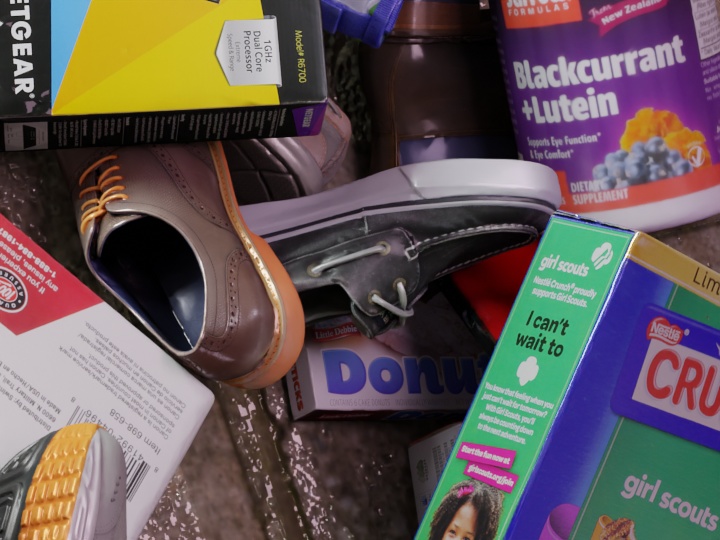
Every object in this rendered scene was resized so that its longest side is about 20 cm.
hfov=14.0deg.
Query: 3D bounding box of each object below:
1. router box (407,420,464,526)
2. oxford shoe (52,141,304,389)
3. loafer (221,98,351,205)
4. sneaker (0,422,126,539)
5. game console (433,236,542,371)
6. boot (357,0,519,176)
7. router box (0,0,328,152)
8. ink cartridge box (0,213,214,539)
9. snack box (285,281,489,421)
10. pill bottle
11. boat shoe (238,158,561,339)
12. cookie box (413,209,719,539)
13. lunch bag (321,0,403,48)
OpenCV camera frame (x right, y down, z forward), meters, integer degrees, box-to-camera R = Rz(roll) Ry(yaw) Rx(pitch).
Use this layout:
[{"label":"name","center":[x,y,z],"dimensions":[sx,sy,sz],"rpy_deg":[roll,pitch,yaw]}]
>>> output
[{"label":"router box","center":[0.121,0.178,1.457],"dimensions":[0.179,0.049,0.200],"rpy_deg":[5,68,-36]},{"label":"oxford shoe","center":[-0.099,-0.034,1.329],"dimensions":[0.200,0.071,0.073],"rpy_deg":[52,21,26]},{"label":"loafer","center":[-0.084,-0.112,1.409],"dimensions":[0.200,0.072,0.063],"rpy_deg":[47,51,-14]},{"label":"sneaker","center":[-0.115,0.163,1.172],"dimensions":[0.092,0.076,0.200],"rpy_deg":[23,68,-38]},{"label":"game console","center":[0.116,0.077,1.453],"dimensions":[0.200,0.119,0.172],"rpy_deg":[9,30,-34]},{"label":"boot","center":[0.071,-0.092,1.537],"dimensions":[0.200,0.075,0.097],"rpy_deg":[1,92,-42]},{"label":"router box","center":[-0.097,-0.157,1.327],"dimensions":[0.149,0.051,0.200],"rpy_deg":[-4,73,-7]},{"label":"ink cartridge box","center":[-0.174,0.094,1.246],"dimensions":[0.144,0.084,0.200],"rpy_deg":[41,52,-17]},{"label":"snack box","center":[0.046,0.039,1.475],"dimensions":[0.200,0.024,0.072],"rpy_deg":[2,72,-37]},{"label":"pill bottle","center":[0.122,-0.123,1.458],"dimensions":[0.111,0.111,0.200],"rpy_deg":[-21,103,-41]},{"label":"boat shoe","center":[0.000,0.000,1.378],"dimensions":[0.200,0.072,0.071],"rpy_deg":[-13,69,5]},{"label":"cookie box","center":[0.128,0.097,1.352],"dimensions":[0.171,0.075,0.200],"rpy_deg":[26,84,-33]},{"label":"lunch bag","center":[-0.027,-0.221,1.445],"dimensions":[0.170,0.127,0.200],"rpy_deg":[26,60,0]}]
